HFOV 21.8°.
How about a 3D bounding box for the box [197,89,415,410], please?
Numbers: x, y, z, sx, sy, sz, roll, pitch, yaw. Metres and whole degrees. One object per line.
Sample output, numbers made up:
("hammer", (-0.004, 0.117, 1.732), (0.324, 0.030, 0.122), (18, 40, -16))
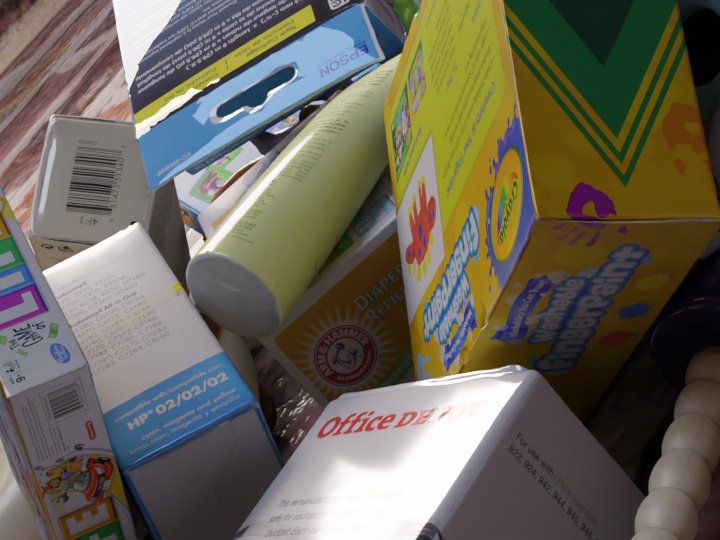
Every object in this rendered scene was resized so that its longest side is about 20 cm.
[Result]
("box", (0.000, 0.000, 0.967), (0.112, 0.101, 0.200), (-41, 23, 2))

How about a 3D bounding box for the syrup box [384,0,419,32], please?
("syrup box", (0.092, -0.113, 0.891), (0.078, 0.200, 0.082), (-29, 19, 36))

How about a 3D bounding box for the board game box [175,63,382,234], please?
("board game box", (-0.035, -0.071, 1.168), (0.199, 0.037, 0.151), (30, 69, 37))

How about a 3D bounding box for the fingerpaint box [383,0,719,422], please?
("fingerpaint box", (0.068, -0.045, 0.744), (0.200, 0.073, 0.168), (109, 158, -61))

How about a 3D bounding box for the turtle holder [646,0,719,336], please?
("turtle holder", (0.155, -0.072, 0.767), (0.185, 0.141, 0.132), (-35, 20, 17))

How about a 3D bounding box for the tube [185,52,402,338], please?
("tube", (-0.011, -0.052, 0.890), (0.058, 0.052, 0.200), (17, 49, 21))

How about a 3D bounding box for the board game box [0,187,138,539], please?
("board game box", (-0.138, 0.067, 0.818), (0.034, 0.201, 0.135), (-22, 48, -14))

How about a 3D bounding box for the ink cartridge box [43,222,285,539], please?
("ink cartridge box", (-0.095, 0.060, 0.880), (0.067, 0.116, 0.200), (-27, 39, -10))

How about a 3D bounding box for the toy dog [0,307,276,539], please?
("toy dog", (-0.148, 0.093, 1.040), (0.200, 0.140, 0.194), (-38, 31, 12))

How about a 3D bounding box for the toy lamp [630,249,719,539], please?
("toy lamp", (0.116, 0.066, 0.669), (0.058, 0.058, 0.200), (-26, 23, 41))

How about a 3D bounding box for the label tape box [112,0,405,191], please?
("label tape box", (-0.055, -0.125, 1.023), (0.143, 0.066, 0.201), (-30, 44, 12))

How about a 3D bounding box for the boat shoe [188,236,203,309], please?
("boat shoe", (-0.045, -0.040, 1.232), (0.202, 0.074, 0.065), (-49, 24, -6))

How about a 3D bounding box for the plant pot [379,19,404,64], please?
("plant pot", (-0.004, -0.183, 1.319), (0.200, 0.199, 0.135), (-120, 51, -72))

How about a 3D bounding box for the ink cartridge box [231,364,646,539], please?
("ink cartridge box", (-0.001, 0.141, 0.699), (0.145, 0.084, 0.200), (-14, 34, 55))

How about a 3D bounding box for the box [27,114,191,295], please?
("box", (-0.145, -0.011, 1.115), (0.200, 0.068, 0.083), (91, -175, -66))

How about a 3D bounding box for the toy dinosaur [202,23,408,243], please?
("toy dinosaur", (0.020, -0.093, 1.108), (0.105, 0.180, 0.201), (-85, 14, -51))
